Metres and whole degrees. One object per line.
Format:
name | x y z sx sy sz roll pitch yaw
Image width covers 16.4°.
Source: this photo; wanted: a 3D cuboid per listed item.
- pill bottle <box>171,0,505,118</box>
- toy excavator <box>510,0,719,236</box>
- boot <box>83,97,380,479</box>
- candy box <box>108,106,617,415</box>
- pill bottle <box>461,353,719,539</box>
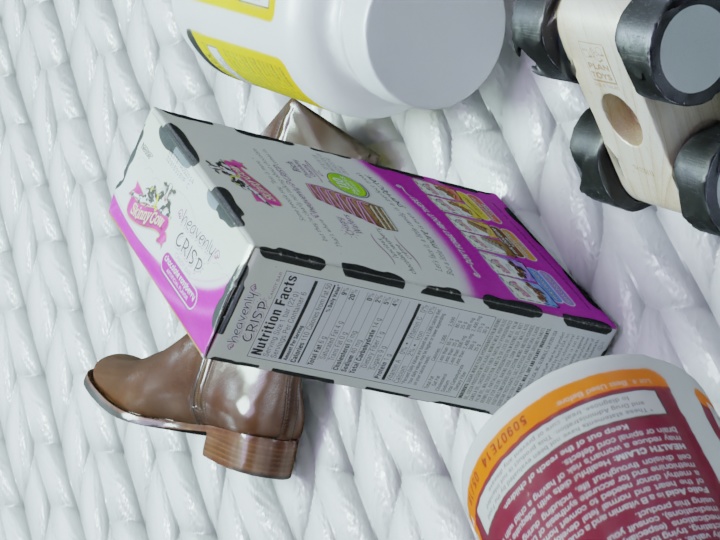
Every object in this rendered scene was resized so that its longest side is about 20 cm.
pill bottle | -0.011 -0.139 1.303 0.200 0.111 0.112 25 100 58
toy excavator | 0.164 -0.139 1.045 0.100 0.200 0.195 18 139 58
boot | -0.072 -0.003 1.395 0.186 0.064 0.201 18 98 45
candy box | 0.000 0.000 1.150 0.061 0.199 0.136 -64 33 19
pill bottle | 0.121 0.140 0.987 0.114 0.114 0.200 -57 36 30
